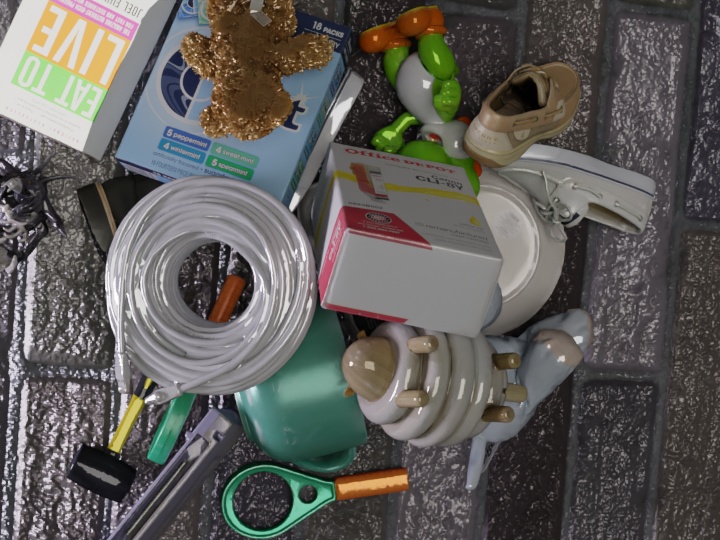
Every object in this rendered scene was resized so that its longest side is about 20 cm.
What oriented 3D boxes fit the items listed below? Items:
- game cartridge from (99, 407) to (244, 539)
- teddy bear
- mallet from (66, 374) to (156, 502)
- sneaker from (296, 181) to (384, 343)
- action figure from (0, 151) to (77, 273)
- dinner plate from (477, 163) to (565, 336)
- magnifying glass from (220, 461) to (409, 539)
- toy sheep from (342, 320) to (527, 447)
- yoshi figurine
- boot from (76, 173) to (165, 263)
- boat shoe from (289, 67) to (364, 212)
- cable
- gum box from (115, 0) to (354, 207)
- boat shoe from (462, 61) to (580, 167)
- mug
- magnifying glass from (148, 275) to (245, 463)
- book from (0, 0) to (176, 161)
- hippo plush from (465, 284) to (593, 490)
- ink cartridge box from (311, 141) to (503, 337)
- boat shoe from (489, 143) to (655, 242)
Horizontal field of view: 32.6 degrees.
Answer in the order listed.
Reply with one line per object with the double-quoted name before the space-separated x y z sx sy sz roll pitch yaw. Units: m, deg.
"game cartridge" -0.190 0.220 1.214 0.038 0.130 0.200 39 86 3
"teddy bear" -0.101 -0.210 1.158 0.145 0.067 0.200 -19 69 -5
"mallet" -0.236 0.132 1.248 0.066 0.041 0.200 20 85 -10
"sneaker" 0.000 0.000 1.257 0.075 0.082 0.200 -27 99 -8
"action figure" -0.363 -0.039 1.174 0.200 0.102 0.119 -44 87 -3
"dinner plate" 0.126 -0.025 1.312 0.200 0.024 0.201 -1 94 -12
"magnifying glass" -0.048 0.234 1.297 0.200 0.022 0.080 -7 95 -11
"toy sheep" 0.072 0.101 1.131 0.200 0.138 0.138 18 91 -26
"yoshi figurine" 0.059 -0.157 1.244 0.112 0.112 0.200 -19 95 4
"boot" -0.181 -0.011 1.222 0.138 0.077 0.200 -22 94 -14
"boat shoe" -0.070 -0.126 1.240 0.068 0.072 0.200 29 85 -12
"cable" -0.135 0.014 1.125 0.200 0.069 0.200 -10 87 9
"gum box" -0.120 -0.167 1.199 0.170 0.045 0.200 19 80 8
"boat shoe" 0.175 -0.171 1.239 0.071 0.065 0.200 31 43 15
"mug" -0.063 0.127 1.218 0.114 0.152 0.185 -14 94 -5
"magnifying glass" -0.164 0.099 1.236 0.022 0.080 0.200 23 79 -8
"book" -0.275 -0.226 1.210 0.133 0.048 0.200 25 87 -16
"hippo plush" 0.125 0.084 1.271 0.161 0.159 0.200 39 104 7
"ink cartridge box" 0.036 -0.034 1.131 0.145 0.200 0.084 10 116 -11
"boat shoe" 0.217 -0.074 1.293 0.202 0.075 0.086 14 80 -25
